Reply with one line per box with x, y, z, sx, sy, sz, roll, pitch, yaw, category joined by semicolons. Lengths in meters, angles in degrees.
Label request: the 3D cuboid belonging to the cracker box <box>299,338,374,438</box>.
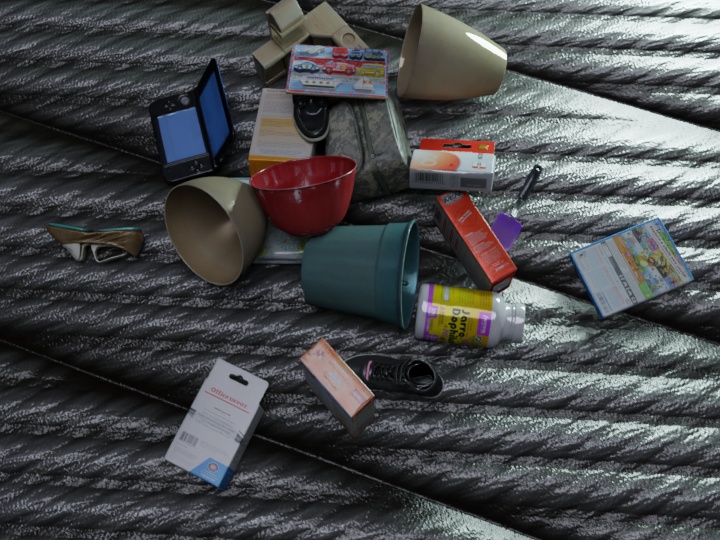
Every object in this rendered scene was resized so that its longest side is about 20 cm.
-0.037;0.210;1.450;0.058;0.200;0.134;-40;74;-13;cracker box

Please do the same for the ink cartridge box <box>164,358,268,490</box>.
-0.253;0.278;1.502;0.115;0.068;0.202;24;72;10;ink cartridge box

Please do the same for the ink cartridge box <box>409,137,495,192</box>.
0.186;-0.226;1.628;0.159;0.051;0.201;4;39;9;ink cartridge box

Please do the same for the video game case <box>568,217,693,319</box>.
0.525;-0.006;1.611;0.197;0.018;0.145;-21;70;-6;video game case

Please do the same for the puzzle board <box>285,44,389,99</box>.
-0.043;-0.396;1.634;0.196;0.018;0.152;3;49;0;puzzle board

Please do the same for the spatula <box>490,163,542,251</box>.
0.317;-0.134;1.661;0.056;0.021;0.202;30;71;-1;spatula

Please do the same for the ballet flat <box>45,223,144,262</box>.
-0.528;-0.053;1.643;0.196;0.068;0.074;3;89;-1;ballet flat

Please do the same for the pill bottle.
0.202;0.087;1.540;0.197;0.104;0.106;6;70;4;pill bottle

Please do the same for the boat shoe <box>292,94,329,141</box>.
-0.100;-0.346;1.642;0.073;0.067;0.202;-2;54;0;boat shoe

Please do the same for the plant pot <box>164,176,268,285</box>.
-0.249;-0.093;1.547;0.200;0.202;0.134;38;45;14;plant pot

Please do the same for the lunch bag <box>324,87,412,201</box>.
0.009;-0.244;1.657;0.165;0.139;0.203;-17;68;14;lunch bag

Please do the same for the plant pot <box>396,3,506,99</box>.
0.193;-0.429;1.706;0.197;0.188;0.190;11;69;-9;plant pot

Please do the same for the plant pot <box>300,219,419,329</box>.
0.000;0.000;1.541;0.193;0.201;0.203;4;69;12;plant pot

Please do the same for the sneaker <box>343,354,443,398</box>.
0.057;0.184;1.511;0.197;0.099;0.072;10;72;7;sneaker

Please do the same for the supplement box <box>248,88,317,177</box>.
-0.150;-0.271;1.677;0.124;0.074;0.202;4;56;3;supplement box

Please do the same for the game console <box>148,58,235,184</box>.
-0.347;-0.305;1.694;0.168;0.119;0.203;-16;69;-4;game console

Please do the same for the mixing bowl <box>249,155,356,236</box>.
-0.097;-0.130;1.516;0.197;0.201;0.110;-9;113;-2;mixing bowl

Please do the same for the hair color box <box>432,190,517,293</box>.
0.217;-0.053;1.593;0.061;0.102;0.201;-28;72;-10;hair color box

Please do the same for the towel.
-0.186;-0.100;1.651;0.196;0.048;0.174;1;69;2;towel

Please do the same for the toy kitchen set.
-0.099;-0.454;1.717;0.199;0.164;0.181;-38;73;-11;toy kitchen set
